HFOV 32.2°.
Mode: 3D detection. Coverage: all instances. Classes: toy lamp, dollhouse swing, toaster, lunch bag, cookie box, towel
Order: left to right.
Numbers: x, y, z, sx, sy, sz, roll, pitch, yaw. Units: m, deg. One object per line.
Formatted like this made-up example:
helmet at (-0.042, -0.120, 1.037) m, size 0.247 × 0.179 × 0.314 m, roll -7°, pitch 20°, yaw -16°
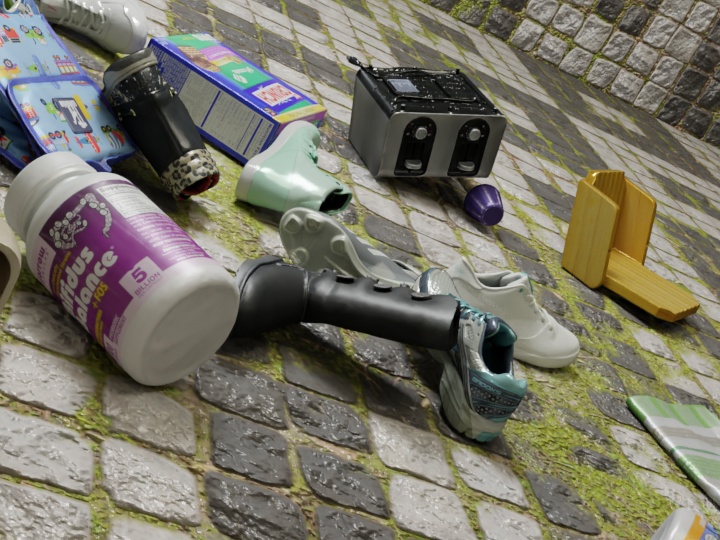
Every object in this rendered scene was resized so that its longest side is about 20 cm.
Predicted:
lunch bag at (-0.327, -0.160, 1.255) m, size 0.200 × 0.094 × 0.150 m, roll 46°, pitch 22°, yaw 8°
cookie box at (-0.165, -0.219, 1.588) m, size 0.200 × 0.075 × 0.171 m, roll 34°, pitch 20°, yaw 8°
toaster at (0.085, -0.215, 1.783) m, size 0.180 × 0.119 × 0.200 m, roll 0°, pitch 31°, yaw -21°
toy lamp at (0.159, -0.125, 1.831) m, size 0.058 × 0.058 × 0.200 m, roll 19°, pitch 21°, yaw -27°
dollhouse swing at (0.418, -0.040, 1.838) m, size 0.175 × 0.183 × 0.200 m, roll 17°, pitch 12°, yaw 29°
towel at (0.408, 0.211, 1.419) m, size 0.149 × 0.031 × 0.200 m, roll 14°, pitch 26°, yaw -37°

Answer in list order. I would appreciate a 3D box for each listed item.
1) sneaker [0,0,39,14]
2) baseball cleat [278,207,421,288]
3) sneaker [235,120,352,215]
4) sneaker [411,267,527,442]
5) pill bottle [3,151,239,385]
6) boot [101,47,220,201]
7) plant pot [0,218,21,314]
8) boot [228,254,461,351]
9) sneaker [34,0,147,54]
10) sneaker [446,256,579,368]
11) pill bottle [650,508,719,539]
sneaker at (-0.409, -0.300, 1.449) m, size 0.075 × 0.077 × 0.200 m, roll 24°, pitch 20°, yaw -9°
baseball cleat at (0.000, 0.000, 1.335) m, size 0.200 × 0.070 × 0.106 m, roll 40°, pitch 15°, yaw -2°
sneaker at (-0.059, -0.107, 1.468) m, size 0.118 × 0.074 × 0.201 m, roll 25°, pitch 30°, yaw 6°
sneaker at (0.114, 0.067, 1.228) m, size 0.077 × 0.086 × 0.201 m, roll 14°, pitch 41°, yaw -37°
pill bottle at (-0.199, -0.008, 1.007) m, size 0.200 × 0.113 × 0.112 m, roll 40°, pitch 23°, yaw 27°
boot at (-0.217, -0.144, 1.352) m, size 0.154 × 0.073 × 0.204 m, roll 60°, pitch -12°, yaw 1°
plant pot at (-0.312, 0.017, 0.713) m, size 0.199 × 0.200 × 0.177 m, roll 25°, pitch 10°, yaw -13°
boot at (-0.012, 0.041, 1.134) m, size 0.199 × 0.066 × 0.165 m, roll 16°, pitch 19°, yaw 8°
sneaker at (-0.362, -0.331, 1.608) m, size 0.200 × 0.078 × 0.099 m, roll 29°, pitch 25°, yaw 25°
sneaker at (0.179, 0.045, 1.417) m, size 0.199 × 0.089 × 0.075 m, roll 21°, pitch 21°, yaw -23°
pill bottle at (0.304, 0.287, 0.970) m, size 0.200 × 0.112 × 0.112 m, roll 34°, pitch 21°, yaw 12°
